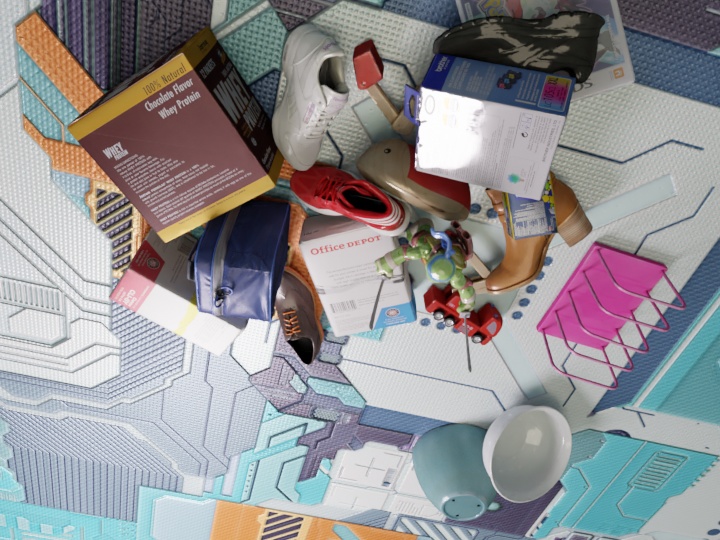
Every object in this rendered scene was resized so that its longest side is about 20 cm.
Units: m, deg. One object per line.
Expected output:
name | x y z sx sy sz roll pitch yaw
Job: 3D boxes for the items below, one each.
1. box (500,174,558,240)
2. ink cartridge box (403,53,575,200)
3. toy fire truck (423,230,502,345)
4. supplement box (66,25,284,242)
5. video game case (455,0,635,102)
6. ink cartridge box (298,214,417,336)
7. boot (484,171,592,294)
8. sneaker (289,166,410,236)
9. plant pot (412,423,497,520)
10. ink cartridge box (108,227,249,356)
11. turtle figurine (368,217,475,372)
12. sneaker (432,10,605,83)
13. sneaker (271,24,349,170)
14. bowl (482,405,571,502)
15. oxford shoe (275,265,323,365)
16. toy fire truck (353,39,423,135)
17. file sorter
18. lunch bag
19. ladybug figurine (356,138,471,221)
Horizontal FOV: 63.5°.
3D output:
box | 0.226 -0.149 0.815 0.064 0.070 0.201 -9 101 9
ink cartridge box | 0.143 -0.179 0.718 0.200 0.076 0.137 15 145 12
toy fire truck | 0.185 0.035 1.002 0.200 0.049 0.141 31 119 -19
supplement box | -0.242 -0.185 0.811 0.197 0.133 0.200 -24 122 18
video game case | 0.227 -0.304 0.731 0.182 0.023 0.200 -16 99 13
ink cartridge box | 0.000 0.000 0.962 0.146 0.086 0.200 -12 122 10
boot | 0.241 -0.068 0.913 0.200 0.074 0.155 -41 109 13
sneaker | -0.029 -0.117 0.828 0.200 0.116 0.079 19 86 20
plant pot | 0.212 0.446 1.240 0.200 0.135 0.200 1 126 2
ink cartridge box | -0.280 0.028 0.956 0.200 0.145 0.083 33 121 -19
turtle figurine | 0.094 0.012 0.845 0.144 0.194 0.201 1 111 10
sneaker | 0.187 -0.260 0.702 0.199 0.076 0.091 2 110 12
sneaker | -0.066 -0.221 0.795 0.100 0.075 0.200 36 134 32
bowl | 0.318 0.353 1.174 0.201 0.090 0.202 -4 101 -24
oxford shoe | -0.113 0.081 1.032 0.071 0.073 0.200 -14 123 13
toy fire truck | 0.086 -0.232 0.807 0.141 0.049 0.200 -17 125 16
file sorter | 0.417 0.083 0.980 0.139 0.126 0.200 17 124 -9
lunch bag | -0.187 -0.017 0.888 0.132 0.200 0.136 8 130 -2
ladybug figurine | 0.088 -0.132 0.842 0.200 0.136 0.072 21 103 -34
